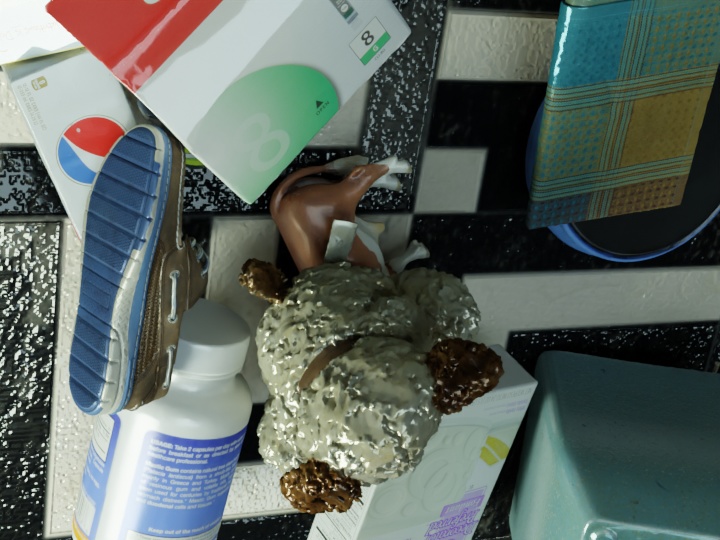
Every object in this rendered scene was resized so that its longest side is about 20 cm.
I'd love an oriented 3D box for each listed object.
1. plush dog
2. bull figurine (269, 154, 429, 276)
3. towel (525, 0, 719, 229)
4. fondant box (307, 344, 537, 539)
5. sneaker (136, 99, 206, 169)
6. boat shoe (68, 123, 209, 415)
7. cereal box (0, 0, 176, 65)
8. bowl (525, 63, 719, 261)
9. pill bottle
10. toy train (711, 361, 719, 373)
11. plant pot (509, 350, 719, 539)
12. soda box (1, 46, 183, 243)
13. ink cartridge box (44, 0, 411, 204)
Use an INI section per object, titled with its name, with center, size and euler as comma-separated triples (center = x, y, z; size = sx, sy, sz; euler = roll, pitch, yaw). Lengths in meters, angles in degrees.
[plush dog]
center = -0.003, 0.074, 0.940
size = 0.200, 0.172, 0.160
euler = -42, 129, 2
[bull figurine]
center = 0.000, 0.000, 1.051
size = 0.121, 0.065, 0.200
euler = -30, 127, -12
[towel]
center = 0.203, -0.126, 1.037
size = 0.146, 0.022, 0.200
euler = -9, 129, -19
[fondant box]
center = 0.048, 0.163, 1.124
size = 0.144, 0.058, 0.200
euler = -7, 129, -37
[sneaker]
center = -0.071, -0.155, 0.916
size = 0.200, 0.074, 0.081
euler = -50, 163, 5
[boat shoe]
center = -0.144, -0.001, 0.914
size = 0.072, 0.072, 0.200
euler = -1, 114, -43
[cereal box]
center = -0.204, -0.227, 0.819
size = 0.144, 0.040, 0.200
euler = -7, 125, 19
[bowl]
center = 0.233, -0.099, 1.116
size = 0.200, 0.039, 0.201
euler = -10, 119, -19
[pill bottle]
center = -0.144, 0.125, 1.023
size = 0.112, 0.112, 0.200
euler = 7, 113, -26
[toy train]
center = 0.356, 0.170, 1.288
size = 0.116, 0.085, 0.200
euler = -7, 118, -32
[plant pot]
center = 0.232, 0.210, 1.138
size = 0.196, 0.200, 0.196
euler = 8, 115, 4
[soda box]
center = -0.177, -0.066, 0.939
size = 0.068, 0.064, 0.200
euler = -25, 123, -10
[ink cartridge box]
center = -0.071, -0.152, 0.836
size = 0.161, 0.050, 0.200
euler = -47, 146, 0
